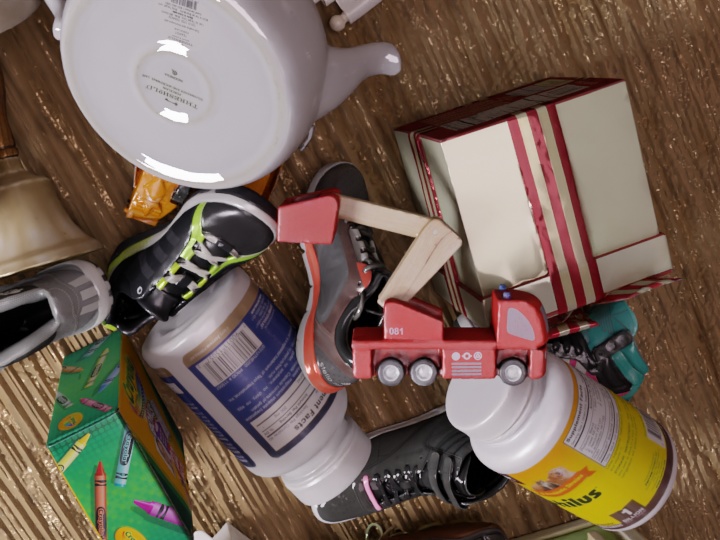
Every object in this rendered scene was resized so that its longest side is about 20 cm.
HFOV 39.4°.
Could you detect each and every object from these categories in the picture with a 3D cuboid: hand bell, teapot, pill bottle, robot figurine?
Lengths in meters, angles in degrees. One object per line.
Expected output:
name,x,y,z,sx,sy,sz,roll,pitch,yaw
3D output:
hand bell,-0.281,-0.098,0.787,0.104,0.104,0.201,-17,95,-9
teapot,-0.108,-0.167,0.717,0.197,0.146,0.200,-18,122,32
pill bottle,0.170,0.139,0.858,0.200,0.109,0.110,32,94,-27
pill bottle,-0.082,0.103,0.858,0.111,0.111,0.200,-40,108,-2
robot figurine,-0.113,-0.122,0.826,0.144,0.058,0.201,22,97,-18

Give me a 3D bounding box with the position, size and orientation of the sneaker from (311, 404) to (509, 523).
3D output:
sneaker,0.050,0.187,0.916,0.199,0.099,0.071,-26,109,-5

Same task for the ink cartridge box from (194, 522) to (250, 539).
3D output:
ink cartridge box,-0.115,0.318,0.923,0.117,0.067,0.200,-46,110,0

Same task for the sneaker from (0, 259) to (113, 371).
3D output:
sneaker,-0.297,0.050,0.766,0.199,0.115,0.075,-25,94,14

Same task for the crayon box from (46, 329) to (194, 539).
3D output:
crayon box,-0.187,0.135,0.793,0.058,0.200,0.119,-26,108,-5

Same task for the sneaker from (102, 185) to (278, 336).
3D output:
sneaker,-0.136,0.003,0.789,0.072,0.200,0.083,32,50,-31

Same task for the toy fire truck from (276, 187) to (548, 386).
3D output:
toy fire truck,0.040,0.011,0.745,0.199,0.049,0.142,0,101,2

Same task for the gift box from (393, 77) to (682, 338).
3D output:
gift box,0.155,-0.053,0.842,0.199,0.185,0.188,-17,104,-3

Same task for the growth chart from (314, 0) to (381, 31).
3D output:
growth chart,-0.032,-0.302,0.825,0.145,0.018,0.200,-47,110,-1

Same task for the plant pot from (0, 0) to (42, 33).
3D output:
plant pot,-0.311,-0.249,0.694,0.199,0.200,0.174,-21,123,-8

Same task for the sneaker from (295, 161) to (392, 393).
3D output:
sneaker,0.000,0.000,0.835,0.077,0.082,0.201,16,67,-42

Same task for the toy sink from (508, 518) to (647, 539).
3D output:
toy sink,0.236,0.314,0.976,0.199,0.130,0.113,-13,105,-10

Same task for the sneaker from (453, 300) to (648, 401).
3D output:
sneaker,0.190,0.064,0.919,0.200,0.084,0.121,32,109,-26

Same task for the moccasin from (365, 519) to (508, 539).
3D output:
moccasin,0.040,0.275,0.944,0.200,0.078,0.074,-16,94,-22
